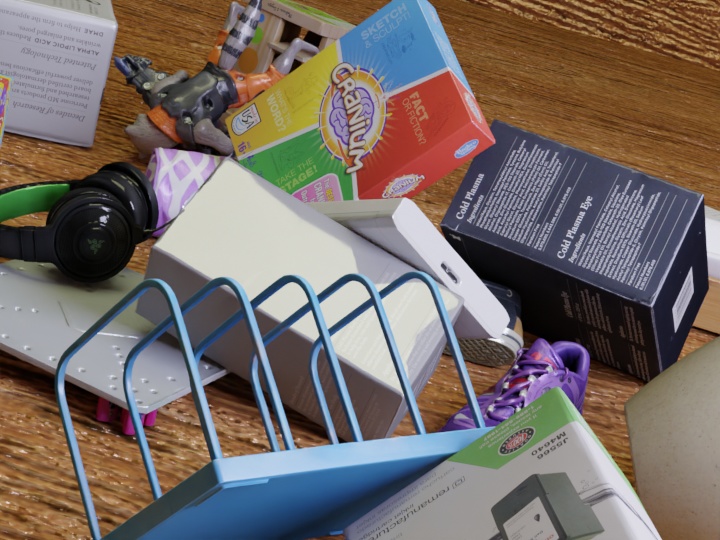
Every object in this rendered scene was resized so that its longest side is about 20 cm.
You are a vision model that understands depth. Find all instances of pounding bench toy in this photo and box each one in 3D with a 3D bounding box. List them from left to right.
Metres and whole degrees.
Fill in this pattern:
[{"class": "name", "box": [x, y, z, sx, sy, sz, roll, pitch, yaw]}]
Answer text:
[{"class": "pounding bench toy", "box": [-0.044, -0.183, 1.718, 0.200, 0.157, 0.124, 28, 13, 34]}]

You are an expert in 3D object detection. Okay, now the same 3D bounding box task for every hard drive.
[{"class": "hard drive", "box": [0.000, 0.000, 1.204, 0.199, 0.026, 0.132, -1, -41, 50]}]

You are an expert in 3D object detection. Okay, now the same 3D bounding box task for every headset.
[{"class": "headset", "box": [-0.191, -0.024, 1.235, 0.199, 0.094, 0.124, 2, 21, 9]}]

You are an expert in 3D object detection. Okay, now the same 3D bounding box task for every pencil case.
[{"class": "pencil case", "box": [-0.095, -0.051, 1.427, 0.199, 0.084, 0.085, 13, -20, -14]}]

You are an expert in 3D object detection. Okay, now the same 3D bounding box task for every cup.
[{"class": "cup", "box": [0.247, 0.126, 1.054, 0.142, 0.201, 0.200, -9, 16, 9]}]

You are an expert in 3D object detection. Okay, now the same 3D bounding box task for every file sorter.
[{"class": "file sorter", "box": [-0.051, 0.078, 0.916, 0.199, 0.139, 0.123, -2, 64, -41]}]

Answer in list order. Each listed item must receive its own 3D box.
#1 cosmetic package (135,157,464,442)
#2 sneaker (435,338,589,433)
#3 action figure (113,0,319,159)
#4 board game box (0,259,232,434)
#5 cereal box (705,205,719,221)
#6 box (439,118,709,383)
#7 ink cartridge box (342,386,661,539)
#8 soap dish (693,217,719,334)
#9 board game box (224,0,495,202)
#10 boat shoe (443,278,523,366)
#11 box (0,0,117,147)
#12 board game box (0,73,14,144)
[{"class": "cosmetic package", "box": [-0.042, 0.024, 1.124, 0.199, 0.090, 0.107, 30, 50, 9]}, {"class": "sneaker", "box": [0.109, 0.093, 1.160, 0.080, 0.084, 0.200, 21, 20, 19]}, {"class": "action figure", "box": [-0.167, -0.194, 1.638, 0.200, 0.194, 0.105, 36, -16, 21]}, {"class": "board game box", "box": [-0.184, 0.044, 1.158, 0.199, 0.026, 0.200, 23, 19, 20]}, {"class": "cereal box", "box": [0.336, -0.061, 1.865, 0.199, 0.040, 0.144, 27, 22, 31]}, {"class": "box", "box": [0.180, -0.011, 1.343, 0.181, 0.104, 0.200, 22, -16, 20]}, {"class": "ink cartridge box", "box": [0.081, 0.165, 0.808, 0.084, 0.145, 0.200, 53, 6, -20]}, {"class": "soap dish", "box": [0.382, 0.018, 1.605, 0.199, 0.082, 0.157, 18, 18, 7]}, {"class": "board game box", "box": [-0.005, -0.114, 1.336, 0.040, 0.200, 0.154, 34, 28, -51]}, {"class": "boat shoe", "box": [0.039, 0.017, 1.321, 0.199, 0.063, 0.075, 18, -27, -4]}, {"class": "box", "box": [-0.356, -0.229, 1.653, 0.199, 0.131, 0.199, 11, 18, -15]}, {"class": "board game box", "box": [-0.362, -0.102, 1.317, 0.102, 0.105, 0.200, 16, 19, -1]}]
